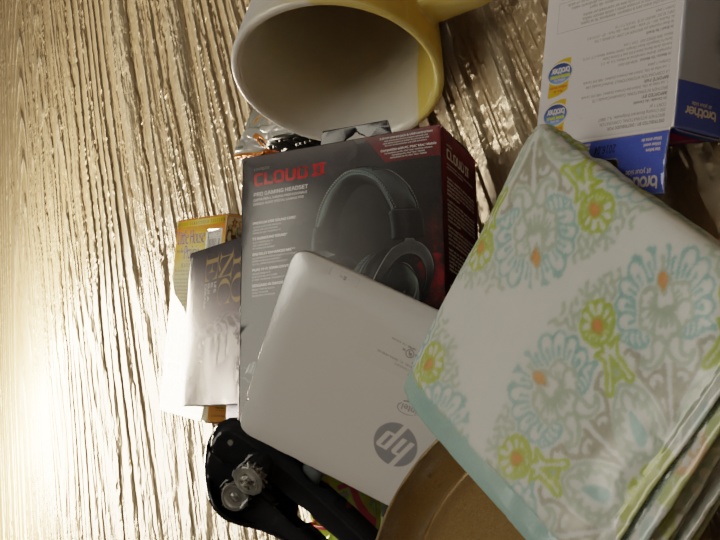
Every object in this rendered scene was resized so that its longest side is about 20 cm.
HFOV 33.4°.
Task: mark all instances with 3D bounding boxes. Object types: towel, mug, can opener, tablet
[{"bbox_3d":[0.113,0.044,0.595,0.200,0.048,0.172,45,113,46],"label":"towel"},{"bbox_3d":[0.009,-0.197,0.871,0.150,0.184,0.154,84,-169,-57],"label":"mug"},{"bbox_3d":[-0.024,0.169,0.791,0.199,0.079,0.064,37,109,10],"label":"can opener"},{"bbox_3d":[0.029,0.084,0.714,0.014,0.199,0.131,-34,-34,-65],"label":"tablet"}]

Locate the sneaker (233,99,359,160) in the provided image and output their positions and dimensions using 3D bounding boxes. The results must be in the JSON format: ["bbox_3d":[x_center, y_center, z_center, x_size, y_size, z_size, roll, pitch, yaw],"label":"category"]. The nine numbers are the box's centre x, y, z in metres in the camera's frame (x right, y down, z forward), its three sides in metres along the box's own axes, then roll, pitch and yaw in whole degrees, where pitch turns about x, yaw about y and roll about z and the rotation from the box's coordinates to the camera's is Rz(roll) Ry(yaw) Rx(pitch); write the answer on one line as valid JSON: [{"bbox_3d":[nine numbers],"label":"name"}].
[{"bbox_3d":[-0.046,-0.137,1.001,0.199,0.075,0.093,-1,76,59],"label":"sneaker"}]

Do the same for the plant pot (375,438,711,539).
[{"bbox_3d":[0.092,0.159,0.627,0.199,0.027,0.202,-22,49,28],"label":"plant pot"}]

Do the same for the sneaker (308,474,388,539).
[{"bbox_3d":[-0.023,0.139,0.861,0.078,0.090,0.202,-13,72,60],"label":"sneaker"}]

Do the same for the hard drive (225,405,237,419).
[{"bbox_3d":[-0.084,0.074,1.064,0.132,0.025,0.202,-22,64,59],"label":"hard drive"}]

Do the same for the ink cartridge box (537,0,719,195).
[{"bbox_3d":[0.150,-0.135,0.660,0.119,0.042,0.202,-1,80,62],"label":"ink cartridge box"}]

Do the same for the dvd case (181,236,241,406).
[{"bbox_3d":[-0.116,0.046,1.081,0.199,0.016,0.150,-12,73,59],"label":"dvd case"}]

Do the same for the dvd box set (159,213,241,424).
[{"bbox_3d":[-0.158,0.047,1.203,0.146,0.029,0.202,-3,81,62],"label":"dvd box set"}]

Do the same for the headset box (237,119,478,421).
[{"bbox_3d":[0.000,0.000,0.796,0.147,0.077,0.202,-6,75,22],"label":"headset box"}]
